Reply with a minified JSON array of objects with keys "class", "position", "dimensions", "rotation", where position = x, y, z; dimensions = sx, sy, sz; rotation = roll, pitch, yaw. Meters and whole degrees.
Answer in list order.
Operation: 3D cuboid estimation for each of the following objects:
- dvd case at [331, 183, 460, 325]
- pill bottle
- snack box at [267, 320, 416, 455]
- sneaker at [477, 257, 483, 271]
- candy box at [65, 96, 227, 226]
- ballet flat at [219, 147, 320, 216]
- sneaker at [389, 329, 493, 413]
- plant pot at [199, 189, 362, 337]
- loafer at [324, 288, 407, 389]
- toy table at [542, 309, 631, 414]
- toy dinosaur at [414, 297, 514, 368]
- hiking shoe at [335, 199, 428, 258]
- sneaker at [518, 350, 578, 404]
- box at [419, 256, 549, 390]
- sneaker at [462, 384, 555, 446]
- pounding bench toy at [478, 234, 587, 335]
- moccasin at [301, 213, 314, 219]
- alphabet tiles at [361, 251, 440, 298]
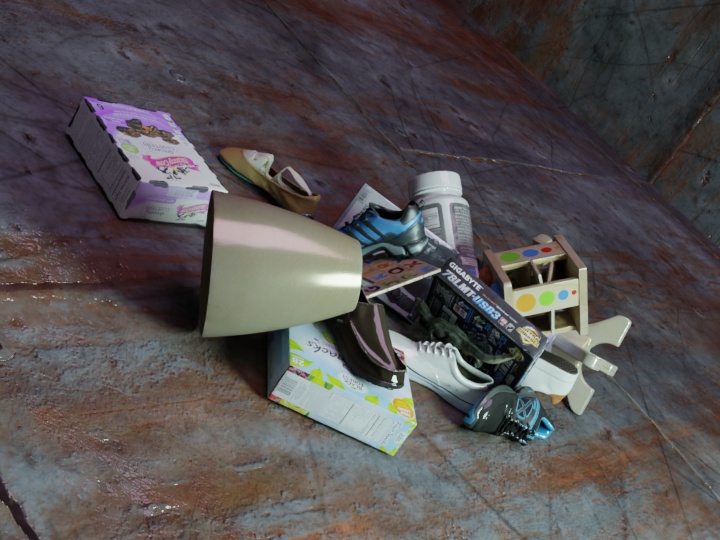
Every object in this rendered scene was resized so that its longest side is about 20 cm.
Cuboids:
[{"class":"dvd case","position":[0.045,-0.028,1.814],"dimensions":[0.199,0.151,0.025],"rotation":[36,-18,2]},{"class":"pill bottle","position":[0.140,-0.063,1.911],"dimensions":[0.113,0.113,0.203],"rotation":[9,69,-44]},{"class":"snack box","position":[-0.028,0.140,1.492],"dimensions":[0.198,0.068,0.169],"rotation":[26,26,-18]},{"class":"sneaker","position":[0.179,-0.017,2.047],"dimensions":[0.082,0.071,0.200],"rotation":[19,24,-21]},{"class":"candy box","position":[-0.318,-0.161,1.640],"dimensions":[0.167,0.072,0.200],"rotation":[4,39,-49]},{"class":"ballet flat","position":[-0.149,-0.163,1.875],"dimensions":[0.199,0.063,0.069],"rotation":[38,24,4]},{"class":"sneaker","position":[0.114,0.137,1.677],"dimensions":[0.199,0.071,0.073],"rotation":[32,25,-10]},{"class":"plant pot","position":[-0.102,0.000,1.426],"dimensions":[0.197,0.189,0.188],"rotation":[5,32,-11]},{"class":"loafer","position":[0.004,0.075,1.481],"dimensions":[0.072,0.072,0.201],"rotation":[8,36,-47]},{"class":"toy table","position":[0.376,0.142,1.908],"dimensions":[0.116,0.186,0.199],"rotation":[30,16,26]},{"class":"toy dinosaur","position":[0.153,0.117,1.713],"dimensions":[0.199,0.089,0.047],"rotation":[30,57,29]},{"class":"hiking shoe","position":[0.007,-0.066,1.726],"dimensions":[0.197,0.088,0.075],"rotation":[-5,20,7]},{"class":"sneaker","position":[0.257,0.156,1.829],"dimensions":[0.198,0.085,0.073],"rotation":[30,27,15]},{"class":"box","position":[0.188,0.095,1.728],"dimensions":[0.198,0.201,0.050],"rotation":[40,68,13]},{"class":"sneaker","position":[0.231,0.223,1.676],"dimensions":[0.199,0.074,0.082],"rotation":[0,44,-51]},{"class":"pounding bench toy","position":[0.269,0.019,1.825],"dimensions":[0.154,0.126,0.201],"rotation":[-11,29,-6]},{"class":"moccasin","position":[-0.142,-0.061,1.699],"dimensions":[0.080,0.069,0.199],"rotation":[41,25,13]},{"class":"alphabet tiles","position":[0.000,0.000,1.690],"dimensions":[0.166,0.008,0.199],"rotation":[-20,24,-29]}]
